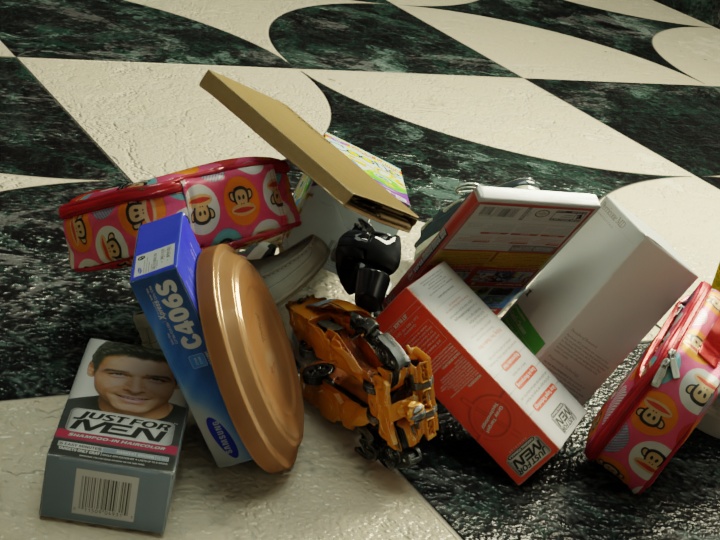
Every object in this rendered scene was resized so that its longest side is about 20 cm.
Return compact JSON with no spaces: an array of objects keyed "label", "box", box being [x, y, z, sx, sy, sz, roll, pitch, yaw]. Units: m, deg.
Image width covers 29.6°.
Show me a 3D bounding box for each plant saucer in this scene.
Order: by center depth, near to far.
[{"label":"plant saucer","box":[-0.089,0.072,1.163,0.032,0.201,0.200,-18,22,7]}]

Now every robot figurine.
[{"label":"robot figurine","box":[0.003,0.093,1.222,0.058,0.145,0.200,-20,26,-28]}]

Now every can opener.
[{"label":"can opener","box":[0.000,0.000,1.297,0.063,0.079,0.200,23,-7,0]}]

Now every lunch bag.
[{"label":"lunch bag","box":[0.300,0.100,1.279,0.082,0.176,0.200,36,34,9]},{"label":"lunch bag","box":[-0.175,-0.048,1.282,0.176,0.082,0.200,-11,2,44]}]

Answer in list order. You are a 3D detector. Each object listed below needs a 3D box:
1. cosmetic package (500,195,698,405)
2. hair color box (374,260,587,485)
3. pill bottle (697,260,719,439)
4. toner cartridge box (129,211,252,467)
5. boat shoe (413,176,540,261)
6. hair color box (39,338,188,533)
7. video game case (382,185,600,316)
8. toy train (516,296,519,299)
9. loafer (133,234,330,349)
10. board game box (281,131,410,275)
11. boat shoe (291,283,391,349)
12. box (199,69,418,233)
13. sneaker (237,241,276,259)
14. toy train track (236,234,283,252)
[{"label":"cosmetic package","box":[0.229,0.038,1.371,0.085,0.200,0.108,33,13,-25]},{"label":"hair color box","box":[0.111,0.092,1.267,0.200,0.061,0.101,46,28,7]},{"label":"pill bottle","box":[0.401,0.070,1.395,0.113,0.200,0.113,11,23,-5]},{"label":"toner cartridge box","box":[-0.134,0.060,1.150,0.043,0.200,0.095,-16,30,8]},{"label":"boat shoe","box":[0.137,-0.064,1.598,0.075,0.200,0.062,21,53,-25]},{"label":"hair color box","box":[-0.196,0.132,1.133,0.099,0.061,0.200,10,22,-5]},{"label":"video game case","box":[0.125,-0.014,1.339,0.143,0.200,0.017,2,55,-30]},{"label":"toy train","box":[0.182,-0.024,1.538,0.116,0.200,0.085,6,59,-38]},{"label":"loafer","box":[-0.122,0.019,1.288,0.200,0.070,0.070,-32,11,2]},{"label":"board game box","box":[-0.017,-0.071,1.500,0.105,0.103,0.200,26,13,-8]},{"label":"boat shoe","box":[0.027,0.053,1.416,0.199,0.068,0.074,5,24,-17]},{"label":"box","box":[-0.047,-0.113,1.307,0.200,0.021,0.163,42,11,22]},{"label":"sneaker","box":[-0.169,0.004,1.425,0.121,0.084,0.200,22,22,7]},{"label":"toy train track","box":[-0.082,-0.019,1.570,0.200,0.033,0.115,1,-6,-41]}]
